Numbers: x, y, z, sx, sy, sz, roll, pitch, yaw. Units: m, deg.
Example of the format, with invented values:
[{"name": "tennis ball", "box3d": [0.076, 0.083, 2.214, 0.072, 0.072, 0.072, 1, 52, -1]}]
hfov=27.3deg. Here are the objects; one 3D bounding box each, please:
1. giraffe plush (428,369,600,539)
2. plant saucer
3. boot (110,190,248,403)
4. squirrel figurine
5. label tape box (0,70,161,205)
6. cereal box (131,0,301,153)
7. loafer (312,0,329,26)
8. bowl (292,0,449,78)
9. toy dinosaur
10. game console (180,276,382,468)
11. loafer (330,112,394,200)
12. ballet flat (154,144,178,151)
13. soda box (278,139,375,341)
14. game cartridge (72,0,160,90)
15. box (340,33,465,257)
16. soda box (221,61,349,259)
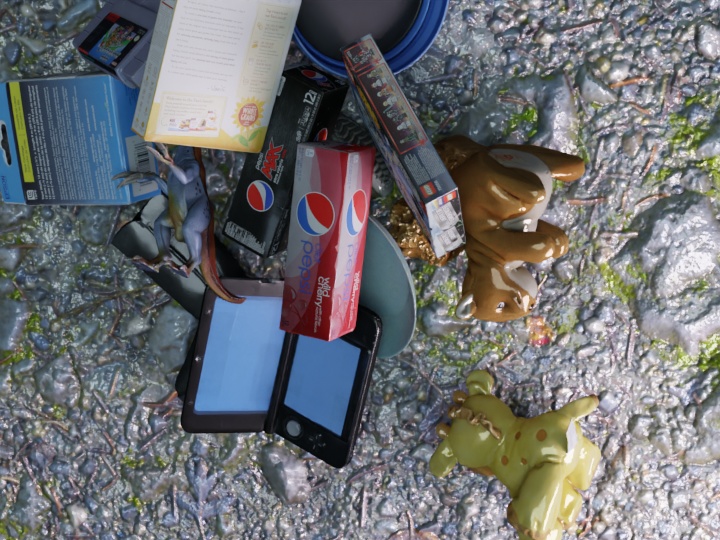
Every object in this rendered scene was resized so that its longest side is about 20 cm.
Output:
[{"name": "giraffe plush", "box3d": [0.168, 0.207, 1.680, 0.161, 0.173, 0.202, 18, 136, 25]}, {"name": "plant saucer", "box3d": [0.000, 0.000, 1.659, 0.200, 0.039, 0.203, 30, 137, 33]}, {"name": "boot", "box3d": [-0.212, 0.029, 1.710, 0.165, 0.066, 0.200, -44, 101, 1]}, {"name": "squirrel figurine", "box3d": [0.132, -0.043, 1.646, 0.198, 0.142, 0.189, 17, 115, 16]}, {"name": "label tape box", "box3d": [-0.326, -0.150, 1.677, 0.198, 0.066, 0.145, 2, 105, 34]}, {"name": "cereal box", "box3d": [-0.141, -0.224, 1.495, 0.143, 0.039, 0.202, 4, 111, -37]}, {"name": "loafer", "box3d": [-0.061, -0.347, 1.617, 0.070, 0.068, 0.203, 0, 109, 27]}, {"name": "bowl", "box3d": [0.002, -0.306, 1.585, 0.198, 0.039, 0.203, -7, 106, -25]}, {"name": "toy dinosaur", "box3d": [-0.195, -0.086, 1.602, 0.104, 0.199, 0.183, 3, 68, 43]}, {"name": "game console", "box3d": [-0.089, 0.118, 1.666, 0.175, 0.116, 0.202, 27, 117, 27]}, {"name": "loafer", "box3d": [-0.046, -0.145, 1.661, 0.200, 0.075, 0.070, 43, 119, 5]}, {"name": "ballet flat", "box3d": [-0.178, -0.186, 1.635, 0.198, 0.069, 0.063, -16, 146, 29]}, {"name": "soda box", "box3d": [-0.035, -0.033, 1.562, 0.063, 0.070, 0.203, 11, 103, 23]}, {"name": "game cartridge", "box3d": [-0.231, -0.260, 1.571, 0.130, 0.200, 0.038, -46, 123, -8]}, {"name": "box", "box3d": [0.045, -0.128, 1.533, 0.040, 0.137, 0.201, -26, 68, -3]}, {"name": "soda box", "box3d": [-0.082, -0.119, 1.599, 0.063, 0.071, 0.202, 28, 113, 16]}]
